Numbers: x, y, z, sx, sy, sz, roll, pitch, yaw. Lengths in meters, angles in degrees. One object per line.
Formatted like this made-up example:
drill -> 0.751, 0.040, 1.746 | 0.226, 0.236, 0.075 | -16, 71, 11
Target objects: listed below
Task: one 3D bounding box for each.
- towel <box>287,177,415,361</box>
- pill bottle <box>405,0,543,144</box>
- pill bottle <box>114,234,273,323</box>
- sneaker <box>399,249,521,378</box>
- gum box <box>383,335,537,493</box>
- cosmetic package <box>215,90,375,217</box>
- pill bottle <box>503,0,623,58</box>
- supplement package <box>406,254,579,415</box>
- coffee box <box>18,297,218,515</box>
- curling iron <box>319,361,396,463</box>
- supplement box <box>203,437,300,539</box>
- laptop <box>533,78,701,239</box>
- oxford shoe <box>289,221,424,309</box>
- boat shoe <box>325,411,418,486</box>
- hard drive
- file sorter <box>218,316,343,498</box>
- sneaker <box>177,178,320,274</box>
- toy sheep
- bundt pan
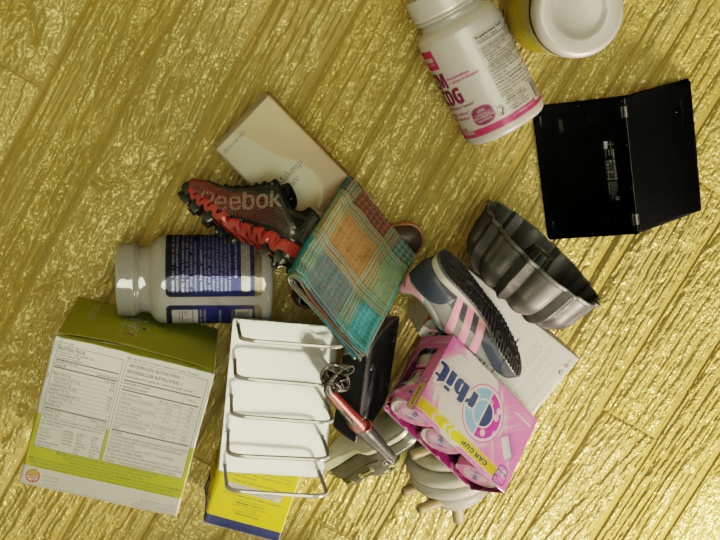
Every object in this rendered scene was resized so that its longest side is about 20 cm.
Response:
towel -> -0.007, -0.007, 1.408 | 0.022, 0.200, 0.147 | -22, 117, 40
pill bottle -> 0.144, -0.274, 1.463 | 0.113, 0.113, 0.201 | -29, 104, 0
pill bottle -> -0.215, 0.011, 1.480 | 0.198, 0.116, 0.117 | 0, 103, -8
sneaker -> 0.130, 0.066, 1.459 | 0.082, 0.070, 0.200 | -28, 108, 27
gum box -> 0.128, 0.182, 1.465 | 0.200, 0.066, 0.114 | 45, 61, -26
cosmetic package -> -0.086, -0.127, 1.488 | 0.200, 0.071, 0.105 | 43, 95, -14
pill bottle -> 0.244, -0.326, 1.419 | 0.112, 0.200, 0.113 | -2, 103, -7
supplement package -> 0.177, 0.088, 1.550 | 0.200, 0.114, 0.110 | 38, 95, -12
coffee box -> -0.302, 0.167, 1.461 | 0.199, 0.200, 0.199 | 14, 100, -9
curling iron -> 0.004, 0.180, 1.393 | 0.050, 0.025, 0.200 | -50, 132, -21
supplement box -> -0.134, 0.244, 1.547 | 0.109, 0.109, 0.201 | 17, 99, -11
laptop -> 0.356, -0.153, 1.572 | 0.199, 0.116, 0.189 | -4, 105, 23
oxford shoe -> 0.000, 0.000, 1.527 | 0.199, 0.073, 0.071 | -30, 104, 0
boat shoe -> 0.021, 0.243, 1.540 | 0.060, 0.201, 0.072 | 43, 51, -12
hard drive -> 0.009, 0.136, 1.501 | 0.042, 0.200, 0.136 | 11, 103, 11
file sorter -> -0.099, 0.172, 1.417 | 0.138, 0.125, 0.202 | 5, 97, -8
sneaker -> -0.134, -0.076, 1.427 | 0.200, 0.071, 0.098 | 27, 79, 20
toy sheep -> 0.122, 0.266, 1.578 | 0.137, 0.138, 0.201 | -9, 118, -5
bundt pan -> 0.217, 0.002, 1.499 | 0.201, 0.202, 0.076 | 38, 107, -14
